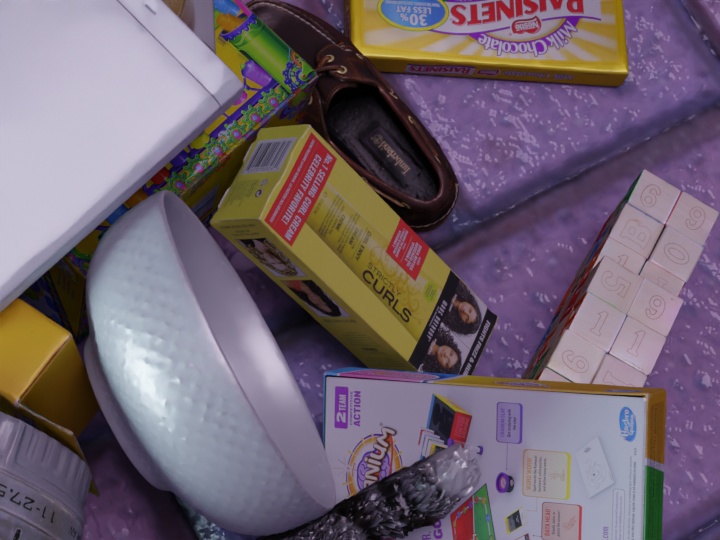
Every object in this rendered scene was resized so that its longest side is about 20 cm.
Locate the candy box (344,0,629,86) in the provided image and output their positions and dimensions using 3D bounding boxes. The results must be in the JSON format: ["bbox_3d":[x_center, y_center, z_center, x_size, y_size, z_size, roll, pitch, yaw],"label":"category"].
[{"bbox_3d":[0.088,-0.184,1.315,0.199,0.026,0.103,2,72,-11],"label":"candy box"}]

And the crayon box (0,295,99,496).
[{"bbox_3d":[-0.218,0.039,1.043,0.200,0.127,0.051,33,71,11],"label":"crayon box"}]

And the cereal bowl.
[{"bbox_3d":[-0.095,0.061,1.043,0.083,0.200,0.201,-28,75,5],"label":"cereal bowl"}]

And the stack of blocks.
[{"bbox_3d":[0.156,0.037,1.191,0.058,0.115,0.200,30,65,1],"label":"stack of blocks"}]

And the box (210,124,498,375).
[{"bbox_3d":[0.000,0.000,1.150,0.200,0.050,0.075,45,61,-32],"label":"box"}]

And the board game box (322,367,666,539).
[{"bbox_3d":[0.074,0.138,1.090,0.199,0.040,0.154,3,93,23],"label":"board game box"}]

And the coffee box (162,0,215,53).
[{"bbox_3d":[-0.186,-0.145,1.078,0.199,0.080,0.114,1,71,-11],"label":"coffee box"}]

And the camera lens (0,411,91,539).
[{"bbox_3d":[-0.242,0.175,0.981,0.159,0.160,0.201,20,69,-4],"label":"camera lens"}]

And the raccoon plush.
[{"bbox_3d":[-0.001,0.202,1.057,0.199,0.097,0.134,-28,89,22],"label":"raccoon plush"}]

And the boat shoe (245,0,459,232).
[{"bbox_3d":[-0.011,-0.109,1.234,0.200,0.070,0.070,43,88,9],"label":"boat shoe"}]

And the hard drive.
[{"bbox_3d":[-0.178,-0.079,1.001,0.132,0.027,0.200,45,71,4],"label":"hard drive"}]

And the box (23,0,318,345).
[{"bbox_3d":[-0.169,-0.101,1.174,0.193,0.122,0.200,44,67,7],"label":"box"}]
